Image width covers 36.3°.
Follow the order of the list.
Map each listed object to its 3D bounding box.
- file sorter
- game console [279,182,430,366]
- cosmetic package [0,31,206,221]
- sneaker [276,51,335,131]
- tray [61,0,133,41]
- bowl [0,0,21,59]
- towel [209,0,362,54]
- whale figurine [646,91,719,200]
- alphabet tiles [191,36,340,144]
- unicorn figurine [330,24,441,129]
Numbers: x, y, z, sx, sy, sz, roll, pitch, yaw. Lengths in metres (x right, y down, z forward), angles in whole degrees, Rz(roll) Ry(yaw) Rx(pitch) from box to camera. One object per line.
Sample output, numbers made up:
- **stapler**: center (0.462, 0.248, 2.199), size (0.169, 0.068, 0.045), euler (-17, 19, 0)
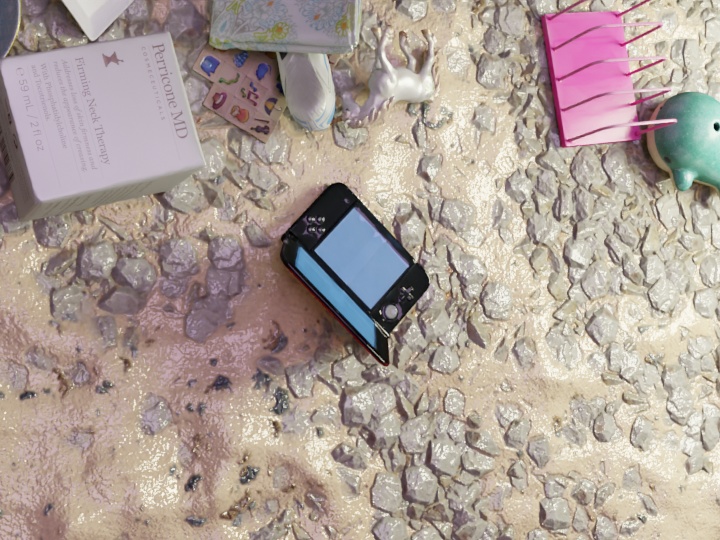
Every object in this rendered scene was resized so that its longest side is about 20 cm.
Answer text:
- **file sorter**: center (0.370, -0.296, 1.614), size (0.138, 0.125, 0.201), euler (-8, 88, -23)
- **game console**: center (0.000, 0.000, 1.436), size (0.200, 0.119, 0.172), euler (47, 70, -13)
- **cosmetic package**: center (-0.315, -0.166, 1.295), size (0.199, 0.166, 0.168), euler (-16, 91, -24)
- **sneaker**: center (-0.074, -0.279, 1.462), size (0.072, 0.073, 0.201), euler (-8, 75, 5)
- **tray**: center (-0.304, -0.394, 1.380), size (0.200, 0.022, 0.108), euler (-51, 138, -18)
- **bowl**: center (-0.491, -0.295, 1.260), size (0.199, 0.108, 0.201), euler (0, 90, -16)
- **towel**: center (-0.091, -0.368, 1.428), size (0.199, 0.048, 0.172), euler (3, 74, 6)
- **whale figurine**: center (0.534, -0.185, 1.684), size (0.200, 0.104, 0.159), euler (43, 71, -14)
- **alphabet tiles**: center (-0.124, -0.278, 1.472), size (0.167, 0.008, 0.201), euler (31, 75, -17)
- **unicorn figurine**: center (0.041, -0.261, 1.499), size (0.199, 0.074, 0.138), euler (-3, 97, -28)
